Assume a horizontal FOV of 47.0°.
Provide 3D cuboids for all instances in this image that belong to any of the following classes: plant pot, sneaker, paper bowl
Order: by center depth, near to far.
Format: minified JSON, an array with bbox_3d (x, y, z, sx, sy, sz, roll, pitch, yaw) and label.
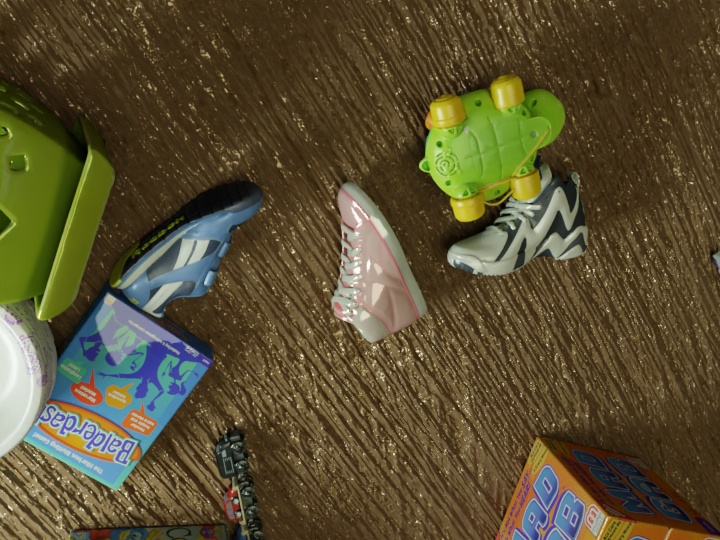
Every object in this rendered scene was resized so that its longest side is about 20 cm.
[{"bbox_3d":[-0.350,-0.076,0.804,0.178,0.199,0.204,16,103,-27],"label":"plant pot"},{"bbox_3d":[-0.424,0.096,0.875,0.195,0.105,0.206,-2,106,-6],"label":"paper bowl"},{"bbox_3d":[-0.185,-0.025,0.935,0.198,0.074,0.083,-35,116,5],"label":"sneaker"},{"bbox_3d":[0.000,0.000,0.993,0.104,0.075,0.203,-32,118,-9],"label":"sneaker"},{"bbox_3d":[0.196,-0.074,1.026,0.194,0.080,0.133,-8,109,-14],"label":"sneaker"}]

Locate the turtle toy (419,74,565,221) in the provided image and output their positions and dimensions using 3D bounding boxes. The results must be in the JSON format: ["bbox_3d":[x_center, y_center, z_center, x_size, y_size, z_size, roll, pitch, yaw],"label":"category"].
[{"bbox_3d":[0.156,-0.155,0.973,0.196,0.101,0.149,-20,111,-10],"label":"turtle toy"}]

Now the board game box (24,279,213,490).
[{"bbox_3d":[-0.290,0.137,0.970,0.151,0.045,0.201,35,96,-23],"label":"board game box"}]

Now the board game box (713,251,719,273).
[{"bbox_3d":[0.614,-0.022,1.145,0.198,0.105,0.104,-34,114,-2],"label":"board game box"}]

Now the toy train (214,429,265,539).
[{"bbox_3d":[-0.156,0.300,1.072,0.045,0.034,0.205,-11,111,-9],"label":"toy train"}]

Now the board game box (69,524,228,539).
[{"bbox_3d":[-0.264,0.394,1.033,0.195,0.103,0.107,4,107,-17],"label":"board game box"}]

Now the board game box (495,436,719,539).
[{"bbox_3d":[0.334,0.386,1.156,0.196,0.200,0.204,14,104,-20],"label":"board game box"}]
